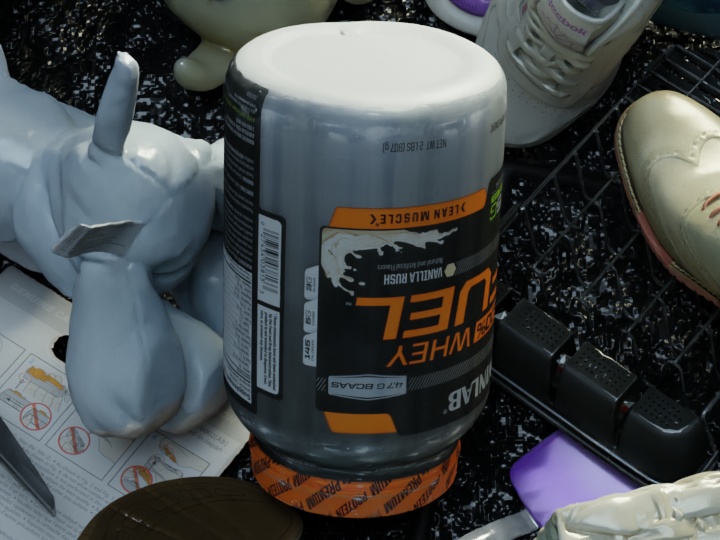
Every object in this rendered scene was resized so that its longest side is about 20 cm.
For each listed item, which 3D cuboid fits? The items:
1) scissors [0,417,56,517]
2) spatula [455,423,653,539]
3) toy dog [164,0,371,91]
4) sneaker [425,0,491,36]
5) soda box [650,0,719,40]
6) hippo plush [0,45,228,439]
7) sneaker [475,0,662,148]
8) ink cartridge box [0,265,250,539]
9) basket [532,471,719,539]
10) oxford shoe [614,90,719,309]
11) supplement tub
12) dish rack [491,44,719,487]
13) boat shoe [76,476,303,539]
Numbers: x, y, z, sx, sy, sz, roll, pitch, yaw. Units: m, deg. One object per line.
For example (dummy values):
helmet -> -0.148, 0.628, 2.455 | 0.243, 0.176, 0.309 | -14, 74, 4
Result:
scissors -> -0.196, 0.055, 0.999 | 0.073, 0.014, 0.200 | -17, 46, -10
spatula -> 0.049, 0.129, 0.981 | 0.200, 0.021, 0.057 | -28, 66, -18
toy dog -> -0.057, -0.202, 1.031 | 0.139, 0.200, 0.194 | 34, 73, 16
sneaker -> 0.097, -0.217, 1.090 | 0.080, 0.089, 0.200 | 23, 70, 13
soda box -> 0.199, -0.146, 1.024 | 0.200, 0.068, 0.064 | 20, 76, 36
hippo plush -> -0.138, -0.015, 0.987 | 0.161, 0.200, 0.160 | 16, 88, 29
sneaker -> 0.095, -0.124, 0.995 | 0.075, 0.200, 0.100 | 38, 44, 6
ink cartridge box -> -0.166, 0.111, 1.005 | 0.161, 0.050, 0.200 | 30, 54, 14
basket -> 0.173, 0.158, 0.906 | 0.200, 0.123, 0.136 | -10, 68, -5
oxford shoe -> 0.177, -0.014, 0.939 | 0.071, 0.074, 0.200 | -30, 61, -7
supplement tub -> 0.000, 0.000, 0.942 | 0.122, 0.200, 0.123 | 1, 25, 0
dish rack -> 0.150, -0.010, 1.014 | 0.153, 0.055, 0.200 | 36, 71, 22
boat shoe -> -0.102, 0.150, 0.929 | 0.071, 0.065, 0.200 | 30, 34, 28
